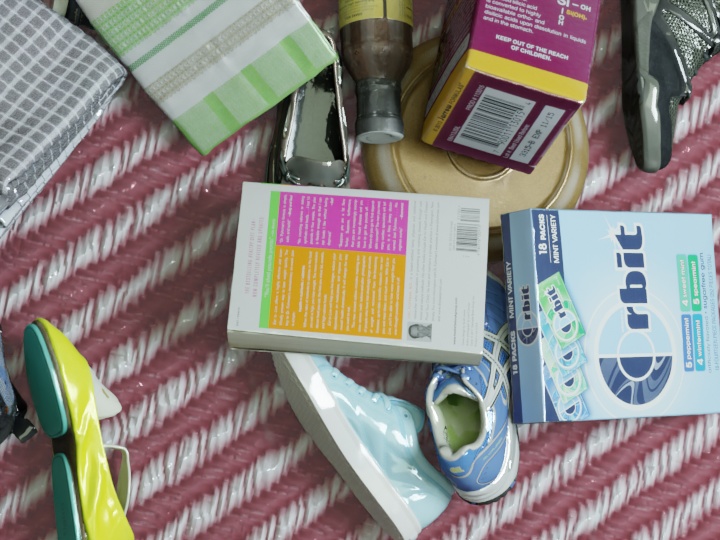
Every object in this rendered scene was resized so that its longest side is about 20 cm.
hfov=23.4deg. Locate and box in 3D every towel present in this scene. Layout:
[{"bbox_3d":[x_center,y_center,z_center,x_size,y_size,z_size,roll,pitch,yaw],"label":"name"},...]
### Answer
[{"bbox_3d":[-0.295,-0.138,1.346,0.165,0.086,0.200,37,49,-6],"label":"towel"},{"bbox_3d":[-0.131,-0.209,1.383,0.149,0.031,0.200,-32,109,15],"label":"towel"}]

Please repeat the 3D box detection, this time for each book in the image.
[{"bbox_3d":[0.000,0.000,1.374,0.199,0.048,0.134,5,69,0],"label":"book"}]

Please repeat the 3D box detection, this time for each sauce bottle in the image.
[{"bbox_3d":[0.012,-0.207,1.443,0.064,0.065,0.201,2,79,-9],"label":"sauce bottle"}]

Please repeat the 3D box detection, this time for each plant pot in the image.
[{"bbox_3d":[0.101,-0.107,1.474,0.199,0.027,0.201,1,85,-10],"label":"plant pot"}]

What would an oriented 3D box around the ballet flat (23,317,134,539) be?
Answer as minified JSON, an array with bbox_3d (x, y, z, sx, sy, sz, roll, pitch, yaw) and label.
[{"bbox_3d":[-0.220,0.134,1.385,0.067,0.067,0.201,-10,88,-31],"label":"ballet flat"}]

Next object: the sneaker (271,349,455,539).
[{"bbox_3d":[0.005,0.122,1.417,0.082,0.074,0.201,-37,100,-19],"label":"sneaker"}]

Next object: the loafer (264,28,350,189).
[{"bbox_3d":[-0.041,-0.100,1.431,0.071,0.063,0.201,0,84,-9],"label":"loafer"}]

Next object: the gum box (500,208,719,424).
[{"bbox_3d":[0.210,0.037,1.430,0.199,0.044,0.171,1,83,-33],"label":"gum box"}]

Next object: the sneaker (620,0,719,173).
[{"bbox_3d":[0.280,-0.182,1.485,0.113,0.076,0.201,3,78,-2],"label":"sneaker"}]

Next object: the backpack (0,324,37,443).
[{"bbox_3d":[-0.365,0.052,1.325,0.199,0.154,0.192,-12,76,-7],"label":"backpack"}]

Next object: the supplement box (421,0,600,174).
[{"bbox_3d":[0.128,-0.202,1.410,0.103,0.131,0.201,15,65,-7],"label":"supplement box"}]

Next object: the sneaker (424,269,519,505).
[{"bbox_3d":[0.093,0.083,1.403,0.075,0.077,0.201,-13,62,21],"label":"sneaker"}]

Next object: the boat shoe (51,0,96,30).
[{"bbox_3d":[-0.197,-0.291,1.400,0.061,0.075,0.201,15,101,-15],"label":"boat shoe"}]
